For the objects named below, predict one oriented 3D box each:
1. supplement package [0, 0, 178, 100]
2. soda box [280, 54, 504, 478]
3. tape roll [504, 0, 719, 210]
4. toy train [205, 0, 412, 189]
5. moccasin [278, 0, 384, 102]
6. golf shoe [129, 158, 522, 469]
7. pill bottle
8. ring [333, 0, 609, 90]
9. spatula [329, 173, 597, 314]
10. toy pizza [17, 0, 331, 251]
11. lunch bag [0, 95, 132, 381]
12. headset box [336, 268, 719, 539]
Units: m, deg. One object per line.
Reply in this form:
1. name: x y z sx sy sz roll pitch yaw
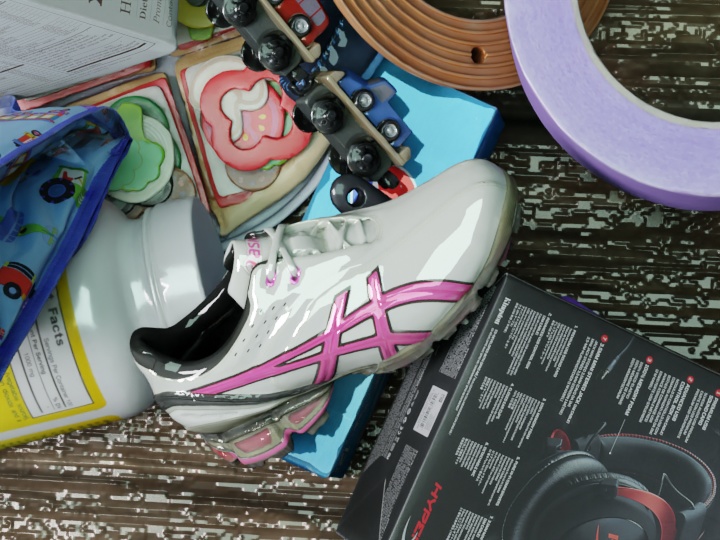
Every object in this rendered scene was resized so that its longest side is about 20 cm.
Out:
1. supplement package: -0.201 -0.204 1.414 0.147 0.199 0.193 -12 71 47
2. soda box: 0.000 0.000 1.474 0.068 0.064 0.201 25 89 8
3. tape roll: 0.167 -0.130 1.401 0.198 0.085 0.202 0 87 5
4. toy train: -0.040 -0.119 1.403 0.046 0.034 0.200 -44 107 -14
5. moccasin: -0.006 -0.177 1.472 0.068 0.080 0.201 31 68 -33
6. golf shoe: -0.016 0.010 1.374 0.200 0.073 0.092 -38 125 15
7. pill bottle: -0.166 0.028 1.467 0.199 0.112 0.113 -14 84 7
8. ring: 0.048 -0.187 1.451 0.199 0.019 0.202 4 83 -34
9. spatula: 0.060 0.012 1.445 0.200 0.021 0.057 38 85 -27
10. toy pizza: -0.099 -0.106 1.511 0.199 0.032 0.202 -1 86 7
11. lunch bag: -0.209 -0.033 1.408 0.150 0.200 0.095 -4 119 24
12. headset box: 0.112 0.103 1.418 0.199 0.075 0.149 24 89 -18
